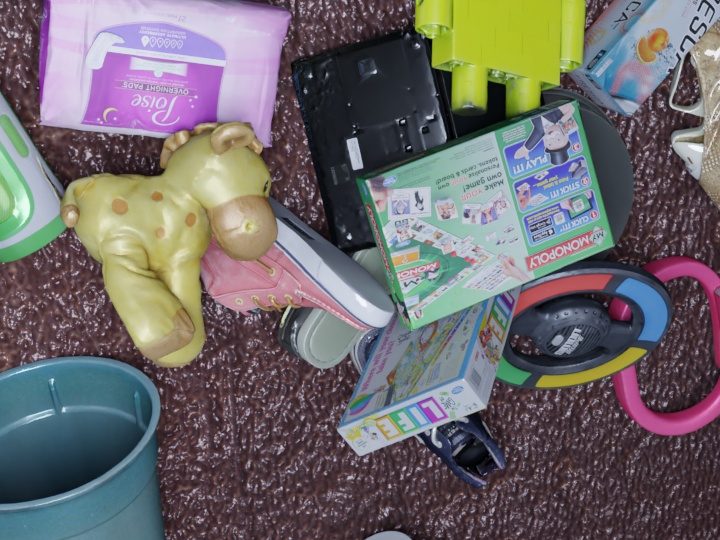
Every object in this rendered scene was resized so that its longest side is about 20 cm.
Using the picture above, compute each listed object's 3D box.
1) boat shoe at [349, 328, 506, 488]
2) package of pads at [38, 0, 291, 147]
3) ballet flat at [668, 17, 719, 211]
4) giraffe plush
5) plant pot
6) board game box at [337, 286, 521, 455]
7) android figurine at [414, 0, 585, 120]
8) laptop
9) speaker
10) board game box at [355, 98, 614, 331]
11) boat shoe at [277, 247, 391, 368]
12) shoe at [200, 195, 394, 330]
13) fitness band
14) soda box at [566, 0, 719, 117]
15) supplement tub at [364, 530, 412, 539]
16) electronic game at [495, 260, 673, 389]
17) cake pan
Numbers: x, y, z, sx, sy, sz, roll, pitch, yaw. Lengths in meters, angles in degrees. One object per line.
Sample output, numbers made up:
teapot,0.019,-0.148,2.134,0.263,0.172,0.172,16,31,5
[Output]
boat shoe,0.070,0.128,1.125,0.075,0.093,0.200,-44,116,2
package of pads,-0.162,-0.169,0.949,0.200,0.076,0.121,4,107,-19
ballet flat,0.336,-0.151,1.133,0.065,0.071,0.200,-2,110,12
giraffe plush,-0.138,-0.042,0.926,0.162,0.173,0.200,-29,110,-6
plant pot,-0.256,0.212,1.007,0.200,0.200,0.196,-14,121,-12
board game box,0.067,0.066,1.019,0.134,0.200,0.034,-26,112,33
android figurine,0.121,-0.229,0.998,0.182,0.041,0.200,8,82,-33
laptop,0.063,-0.123,1.035,0.200,0.103,0.178,-13,91,17
speaker,-0.313,-0.107,0.919,0.088,0.088,0.200,-30,116,-5
board game box,0.108,-0.049,0.971,0.200,0.029,0.135,-21,106,-15
boat shoe,0.000,0.000,1.067,0.201,0.061,0.072,-48,124,-18
shoe,-0.063,0.011,0.999,0.091,0.200,0.071,-57,153,13
fitness band,0.334,0.082,1.224,0.143,0.037,0.200,-19,113,-10
soda box,0.281,-0.241,1.067,0.064,0.068,0.200,40,93,-26
supplement tub,0.068,0.375,1.188,0.145,0.145,0.200,-42,116,1
electronic game,0.205,0.057,1.127,0.200,0.042,0.200,-4,142,-3
cake pan,0.179,-0.073,1.104,0.200,0.037,0.201,-6,106,-21
